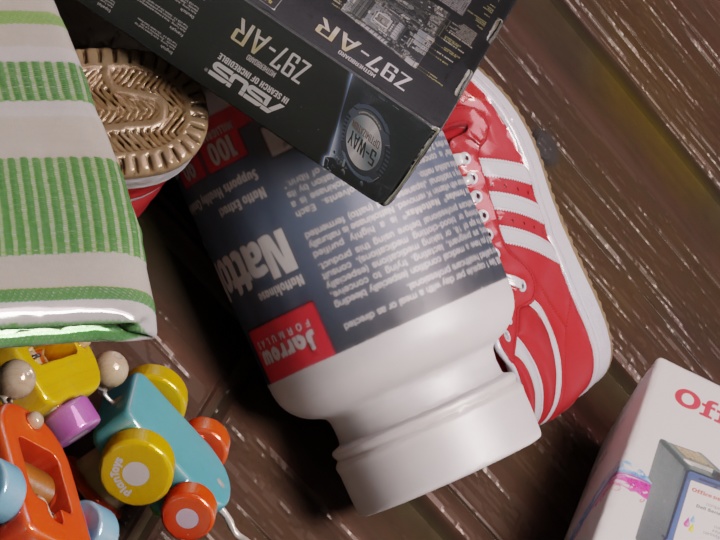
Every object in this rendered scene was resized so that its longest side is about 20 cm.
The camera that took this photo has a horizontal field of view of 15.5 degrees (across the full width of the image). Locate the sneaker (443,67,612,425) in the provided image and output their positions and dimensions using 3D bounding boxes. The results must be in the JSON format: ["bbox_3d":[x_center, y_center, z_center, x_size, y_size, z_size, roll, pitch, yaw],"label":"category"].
[{"bbox_3d":[0.045,-0.011,1.262,0.200,0.071,0.112,61,38,-8],"label":"sneaker"}]

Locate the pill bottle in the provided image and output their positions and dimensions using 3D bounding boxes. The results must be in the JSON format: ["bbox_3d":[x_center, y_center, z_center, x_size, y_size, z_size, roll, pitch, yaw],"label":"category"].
[{"bbox_3d":[0.000,0.000,1.173,0.119,0.119,0.201,-22,87,-49],"label":"pill bottle"}]

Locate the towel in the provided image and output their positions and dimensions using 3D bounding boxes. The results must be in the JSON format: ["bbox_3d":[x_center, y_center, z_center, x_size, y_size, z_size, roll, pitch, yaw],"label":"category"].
[{"bbox_3d":[-0.165,-0.049,0.953,0.152,0.023,0.200,-3,48,-26],"label":"towel"}]

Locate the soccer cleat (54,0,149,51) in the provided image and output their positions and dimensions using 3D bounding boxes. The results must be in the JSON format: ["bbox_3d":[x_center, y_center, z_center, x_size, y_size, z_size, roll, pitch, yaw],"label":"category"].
[{"bbox_3d":[-0.109,-0.106,1.155,0.200,0.069,0.078,-20,89,-52],"label":"soccer cleat"}]

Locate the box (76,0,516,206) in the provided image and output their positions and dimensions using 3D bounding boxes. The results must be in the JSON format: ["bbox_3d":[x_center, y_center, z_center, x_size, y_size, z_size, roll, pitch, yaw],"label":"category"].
[{"bbox_3d":[-0.041,-0.127,1.080,0.200,0.044,0.160,34,30,-3],"label":"box"}]

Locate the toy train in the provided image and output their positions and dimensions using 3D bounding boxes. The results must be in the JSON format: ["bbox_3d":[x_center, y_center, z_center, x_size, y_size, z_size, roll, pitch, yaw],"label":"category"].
[{"bbox_3d":[-0.108,0.086,1.025,0.200,0.056,0.151,31,29,-55],"label":"toy train"}]

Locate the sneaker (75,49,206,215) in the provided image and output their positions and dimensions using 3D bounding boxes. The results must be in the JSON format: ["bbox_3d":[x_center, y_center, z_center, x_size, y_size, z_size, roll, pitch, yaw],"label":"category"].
[{"bbox_3d":[-0.169,-0.049,1.065,0.199,0.112,0.072,4,73,-13],"label":"sneaker"}]

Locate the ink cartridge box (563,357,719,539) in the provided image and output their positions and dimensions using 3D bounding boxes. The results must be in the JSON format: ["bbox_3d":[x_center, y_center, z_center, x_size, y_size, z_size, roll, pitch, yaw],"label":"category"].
[{"bbox_3d":[0.166,0.160,1.255,0.145,0.088,0.200,27,46,1],"label":"ink cartridge box"}]
